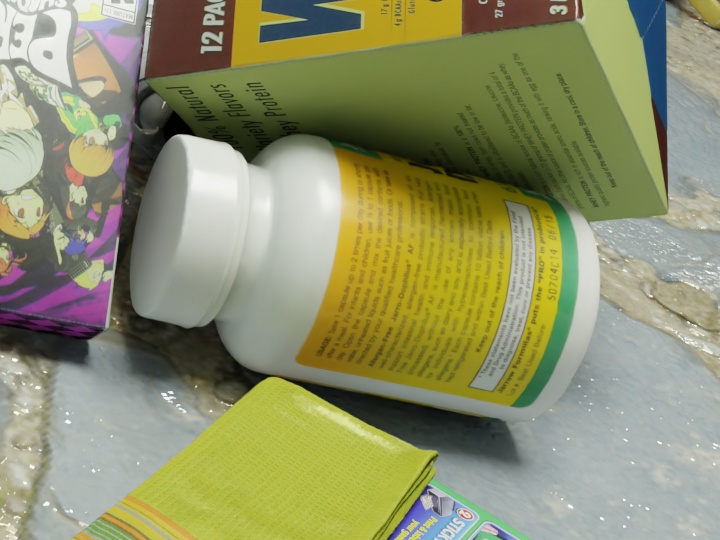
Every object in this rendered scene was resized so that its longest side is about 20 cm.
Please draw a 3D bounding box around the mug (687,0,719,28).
[{"bbox_3d":[0.312,-0.338,1.693,0.187,0.150,0.153,27,33,23],"label":"mug"}]

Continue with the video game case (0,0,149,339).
[{"bbox_3d":[-0.196,-0.075,0.744,0.200,0.181,0.036,12,-16,-23],"label":"video game case"}]

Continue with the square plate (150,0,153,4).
[{"bbox_3d":[-0.113,-0.210,1.114,0.200,0.028,0.198,-15,74,-44],"label":"square plate"}]

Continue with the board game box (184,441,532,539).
[{"bbox_3d":[-0.001,0.133,0.645,0.135,0.029,0.200,32,27,15],"label":"board game box"}]

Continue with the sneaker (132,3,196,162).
[{"bbox_3d":[-0.063,-0.098,0.991,0.200,0.075,0.115,1,34,-30],"label":"sneaker"}]

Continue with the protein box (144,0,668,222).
[{"bbox_3d":[0.033,-0.117,0.844,0.200,0.135,0.199,-5,-24,20],"label":"protein box"}]

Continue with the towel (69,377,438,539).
[{"bbox_3d":[-0.039,0.092,0.641,0.086,0.018,0.200,29,26,11],"label":"towel"}]

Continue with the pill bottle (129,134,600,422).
[{"bbox_3d":[0.000,0.000,0.805,0.200,0.113,0.113,12,28,-21],"label":"pill bottle"}]
